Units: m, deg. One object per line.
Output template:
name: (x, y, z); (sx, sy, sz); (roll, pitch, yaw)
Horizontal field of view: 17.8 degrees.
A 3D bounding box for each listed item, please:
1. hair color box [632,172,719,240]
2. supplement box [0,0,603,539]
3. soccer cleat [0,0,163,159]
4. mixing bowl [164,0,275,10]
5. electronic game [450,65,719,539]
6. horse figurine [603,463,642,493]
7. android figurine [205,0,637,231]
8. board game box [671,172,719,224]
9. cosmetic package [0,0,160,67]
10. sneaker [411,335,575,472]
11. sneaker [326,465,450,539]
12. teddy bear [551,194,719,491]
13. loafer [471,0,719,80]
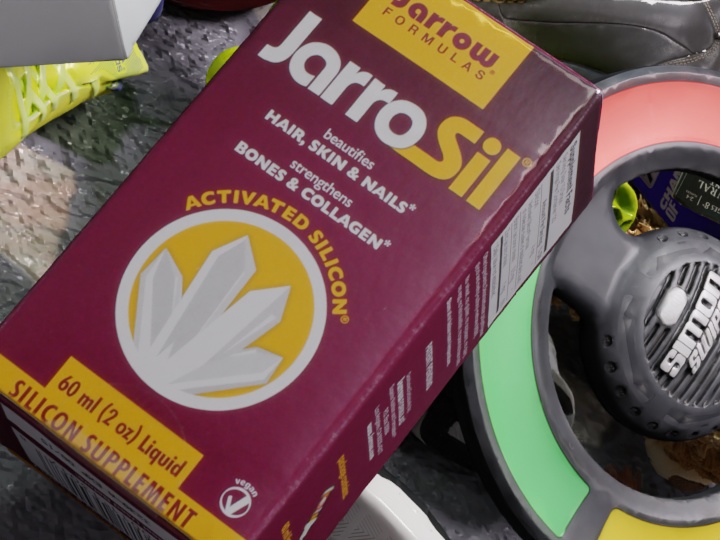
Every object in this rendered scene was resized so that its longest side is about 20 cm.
hair color box: (0.220, -0.015, 1.115); (0.109, 0.065, 0.200); (12, 24, -25)
supplement box: (-0.021, 0.001, 0.760); (0.110, 0.086, 0.200); (34, 73, 15)
soccer cleat: (-0.132, -0.087, 0.936); (0.083, 0.065, 0.201); (13, 31, 5)
mixing bowl: (-0.074, -0.196, 1.094); (0.199, 0.109, 0.201); (23, 34, -16)
electronic game: (0.118, 0.024, 0.863); (0.198, 0.042, 0.202); (0, 89, -29)
horse figurine: (0.169, 0.155, 0.904); (0.199, 0.050, 0.133); (28, 30, -8)
android figurine: (0.025, -0.059, 0.944); (0.181, 0.041, 0.200); (11, 22, -29)
board game box: (0.234, -0.036, 1.054); (0.135, 0.028, 0.200); (30, 26, 16)
cosmetic package: (-0.166, -0.129, 0.888); (0.198, 0.052, 0.151); (-2, 33, 14)
sneaker: (0.000, 0.000, 0.952); (0.199, 0.075, 0.116); (35, 26, -13)
sneaker: (-0.021, 0.055, 0.847); (0.199, 0.073, 0.112); (36, 36, 7)
teddy bear: (0.128, 0.025, 1.013); (0.201, 0.067, 0.145); (56, 12, 26)
loafer: (0.063, -0.117, 0.966); (0.198, 0.073, 0.073); (16, 23, -15)
